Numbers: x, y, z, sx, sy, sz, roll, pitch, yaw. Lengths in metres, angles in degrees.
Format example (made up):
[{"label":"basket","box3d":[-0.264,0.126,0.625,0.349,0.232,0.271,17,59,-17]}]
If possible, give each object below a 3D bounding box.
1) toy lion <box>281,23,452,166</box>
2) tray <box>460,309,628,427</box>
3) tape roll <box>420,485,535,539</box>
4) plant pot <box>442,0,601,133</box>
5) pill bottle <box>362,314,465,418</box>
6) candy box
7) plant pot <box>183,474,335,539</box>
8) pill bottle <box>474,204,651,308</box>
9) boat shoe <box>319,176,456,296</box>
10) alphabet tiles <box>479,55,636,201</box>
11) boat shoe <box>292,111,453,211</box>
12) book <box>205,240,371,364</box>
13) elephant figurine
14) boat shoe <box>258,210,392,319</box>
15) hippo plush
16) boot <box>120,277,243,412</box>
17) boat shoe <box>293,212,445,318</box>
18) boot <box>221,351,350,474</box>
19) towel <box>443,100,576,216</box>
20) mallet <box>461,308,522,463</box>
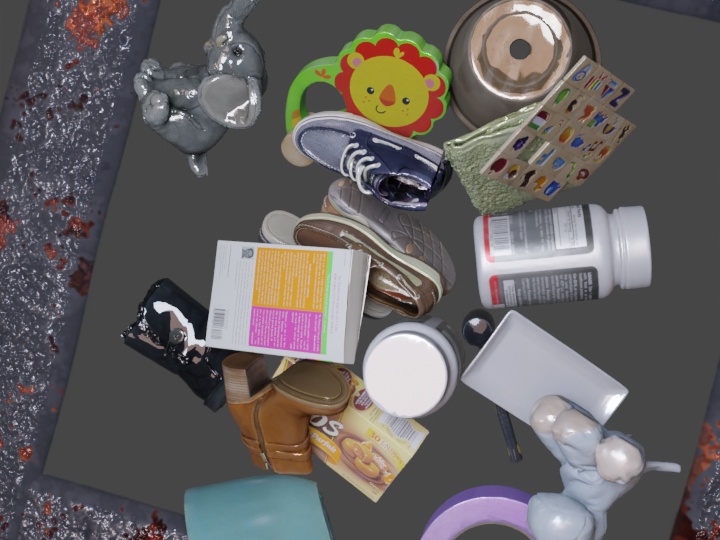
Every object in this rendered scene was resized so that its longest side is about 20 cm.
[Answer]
[{"label":"toy lion","box3d":[0.008,-0.208,1.355,0.199,0.069,0.192,12,126,9]},{"label":"tray","box3d":[0.225,0.137,1.365,0.200,0.022,0.108,34,96,-19]},{"label":"tape roll","box3d":[0.168,0.375,1.393,0.199,0.066,0.201,0,91,9]},{"label":"plant pot","box3d":[0.191,-0.249,1.317,0.199,0.174,0.201,0,91,8]},{"label":"pill bottle","box3d":[0.064,0.115,1.333,0.114,0.200,0.114,0,92,9]},{"label":"candy box","box3d":[-0.026,0.187,1.397,0.200,0.055,0.116,38,132,7]},{"label":"plant pot","box3d":[-0.112,0.344,1.377,0.161,0.201,0.201,-17,89,-3]},{"label":"pill bottle","box3d":[0.241,-0.019,1.337,0.199,0.114,0.114,-5,91,9]},{"label":"boat shoe","box3d":[0.033,-0.034,1.407,0.200,0.076,0.072,40,131,0]},{"label":"alphabet tiles","box3d":[0.239,-0.152,1.262,0.167,0.200,0.008,-49,59,20]},{"label":"boat shoe","box3d":[0.007,-0.129,1.312,0.199,0.093,0.075,14,119,8]},{"label":"book","box3d":[-0.092,0.037,1.332,0.199,0.048,0.134,5,86,30]},{"label":"elephant figurine","box3d":[-0.170,-0.236,1.388,0.200,0.155,0.142,-22,66,18]},{"label":"boat shoe","box3d":[-0.047,0.002,1.430,0.200,0.073,0.063,36,140,1]},{"label":"hippo plush","box3d":[0.249,0.250,1.312,0.159,0.200,0.161,32,94,31]},{"label":"boot","box3d":[-0.196,0.062,1.434,0.168,0.076,0.200,39,103,2]},{"label":"boat shoe","box3d":[0.001,-0.005,1.347,0.202,0.075,0.075,24,131,13]},{"label":"boot","box3d":[-0.077,0.184,1.345,0.200,0.074,0.155,11,123,42]},{"label":"towel","box3d":[0.185,-0.127,1.314,0.148,0.200,0.037,-21,65,10]},{"label":"mallet","box3d":[0.170,0.143,1.405,0.041,0.066,0.201,-15,104,10]}]
